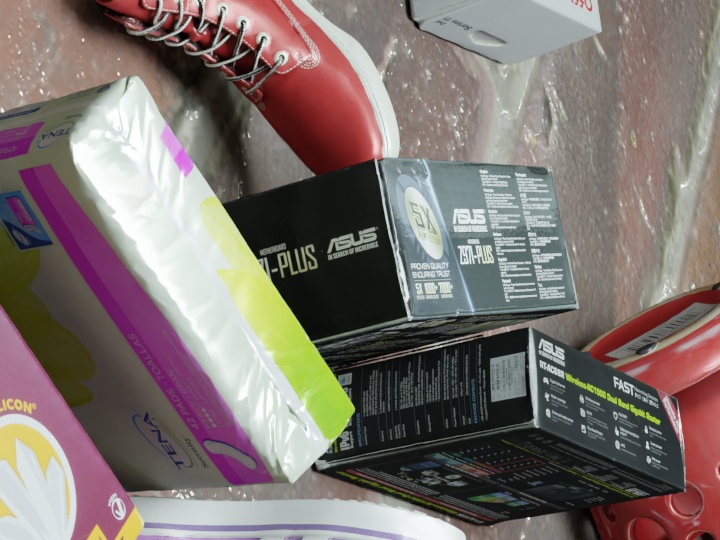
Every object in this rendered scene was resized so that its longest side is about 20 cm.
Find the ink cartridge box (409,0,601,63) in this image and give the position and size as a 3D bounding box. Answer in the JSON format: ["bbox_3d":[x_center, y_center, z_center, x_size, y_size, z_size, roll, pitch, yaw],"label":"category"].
[{"bbox_3d":[0.094,-0.263,1.530,0.146,0.083,0.201,12,68,-56],"label":"ink cartridge box"}]

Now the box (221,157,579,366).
[{"bbox_3d":[0.000,0.000,1.183,0.200,0.163,0.086,-2,79,-58],"label":"box"}]

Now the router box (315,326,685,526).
[{"bbox_3d":[0.086,0.098,1.296,0.200,0.149,0.062,26,55,-53],"label":"router box"}]

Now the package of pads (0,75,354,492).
[{"bbox_3d":[-0.117,0.015,0.996,0.068,0.154,0.200,-51,120,-38],"label":"package of pads"}]

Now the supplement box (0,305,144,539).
[{"bbox_3d":[-0.192,0.074,0.911,0.200,0.085,0.110,60,34,-23],"label":"supplement box"}]

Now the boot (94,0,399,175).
[{"bbox_3d":[-0.072,-0.118,1.179,0.200,0.072,0.144,54,31,9],"label":"boot"}]

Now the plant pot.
[{"bbox_3d":[0.243,0.117,1.508,0.183,0.200,0.200,62,32,-6],"label":"plant pot"}]

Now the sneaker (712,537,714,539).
[{"bbox_3d":[0.320,0.233,1.696,0.200,0.083,0.121,27,46,-53],"label":"sneaker"}]

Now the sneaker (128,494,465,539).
[{"bbox_3d":[-0.048,0.169,1.034,0.073,0.200,0.115,96,-6,-72],"label":"sneaker"}]
